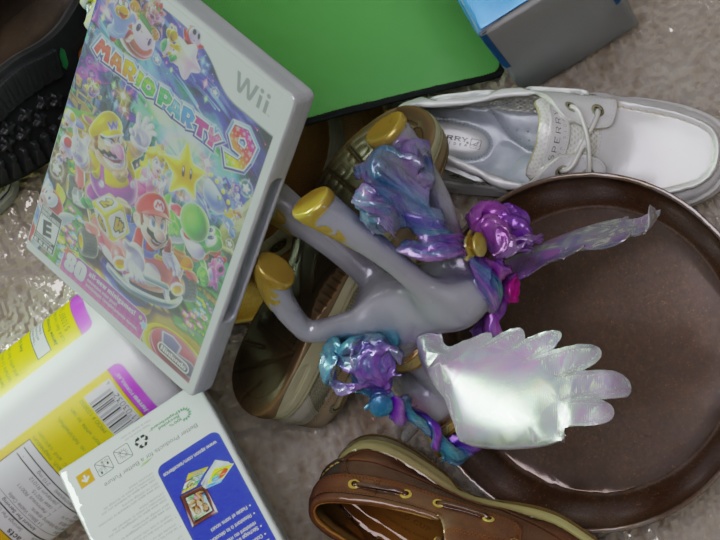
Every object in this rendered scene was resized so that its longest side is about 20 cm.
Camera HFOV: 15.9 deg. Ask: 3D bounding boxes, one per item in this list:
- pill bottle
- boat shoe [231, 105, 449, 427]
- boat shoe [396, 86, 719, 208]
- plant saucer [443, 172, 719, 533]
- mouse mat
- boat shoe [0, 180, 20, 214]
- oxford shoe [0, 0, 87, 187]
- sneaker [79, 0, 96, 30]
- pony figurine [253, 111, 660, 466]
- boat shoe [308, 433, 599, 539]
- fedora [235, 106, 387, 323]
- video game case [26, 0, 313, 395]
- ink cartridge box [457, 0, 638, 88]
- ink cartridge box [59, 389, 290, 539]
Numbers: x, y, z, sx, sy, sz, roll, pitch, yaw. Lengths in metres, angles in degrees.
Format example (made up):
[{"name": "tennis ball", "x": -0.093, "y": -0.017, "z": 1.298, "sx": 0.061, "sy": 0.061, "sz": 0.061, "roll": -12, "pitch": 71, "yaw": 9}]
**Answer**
[{"name": "pill bottle", "x": -0.193, "y": 0.102, "z": 1.492, "sx": 0.200, "sy": 0.104, "sz": 0.105, "roll": -37, "pitch": 75, "yaw": 5}, {"name": "boat shoe", "x": 0.000, "y": 0.000, "z": 1.470, "sx": 0.072, "sy": 0.065, "sz": 0.201, "roll": 42, "pitch": 108, "yaw": 48}, {"name": "boat shoe", "x": 0.112, "y": -0.069, "z": 1.469, "sx": 0.199, "sy": 0.069, "sz": 0.071, "roll": 2, "pitch": 82, "yaw": 13}, {"name": "plant saucer", "x": 0.130, "y": 0.046, "z": 1.450, "sx": 0.199, "sy": 0.034, "sz": 0.202, "roll": 0, "pitch": 90, "yaw": 17}, {"name": "mouse mat", "x": -0.019, "y": -0.161, "z": 1.470, "sx": 0.008, "sy": 0.199, "sz": 0.161, "roll": -44, "pitch": 70, "yaw": 42}, {"name": "boat shoe", "x": -0.297, "y": -0.019, "z": 1.557, "sx": 0.200, "sy": 0.062, "sz": 0.072, "roll": -38, "pitch": 75, "yaw": 4}, {"name": "oxford shoe", "x": -0.198, "y": -0.121, "z": 1.532, "sx": 0.084, "sy": 0.073, "sz": 0.200, "roll": 15, "pitch": 53, "yaw": 36}, {"name": "sneaker", "x": -0.143, "y": -0.164, "z": 1.452, "sx": 0.079, "sy": 0.131, "sz": 0.201, "roll": -11, "pitch": 48, "yaw": 32}, {"name": "pony figurine", "x": 0.047, "y": 0.014, "z": 1.371, "sx": 0.192, "sy": 0.200, "sz": 0.167, "roll": -21, "pitch": 31, "yaw": 38}, {"name": "boat shoe", "x": 0.060, "y": 0.162, "z": 1.432, "sx": 0.199, "sy": 0.068, "sz": 0.072, "roll": 25, "pitch": 120, "yaw": 18}, {"name": "fedora", "x": -0.082, "y": -0.067, "z": 1.505, "sx": 0.199, "sy": 0.082, "sz": 0.202, "roll": -2, "pitch": 80, "yaw": 13}, {"name": "video game case", "x": -0.106, "y": -0.051, "z": 1.375, "sx": 0.143, "sy": 0.018, "sz": 0.201, "roll": 40, "pitch": 128, "yaw": 25}, {"name": "ink cartridge box", "x": 0.067, "y": -0.217, "z": 1.464, "sx": 0.086, "sy": 0.146, "sz": 0.201, "roll": -29, "pitch": 76, "yaw": 8}, {"name": "ink cartridge box", "x": -0.083, "y": 0.160, "z": 1.385, "sx": 0.094, "sy": 0.037, "sz": 0.200, "roll": -33, "pitch": 51, "yaw": 1}]
